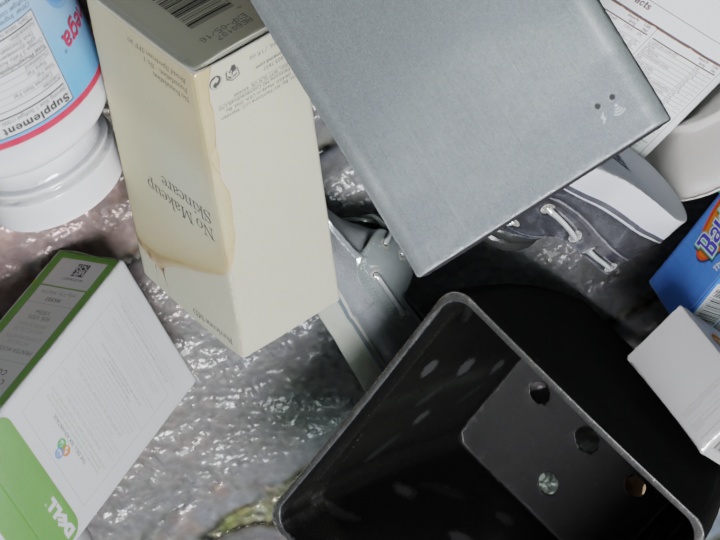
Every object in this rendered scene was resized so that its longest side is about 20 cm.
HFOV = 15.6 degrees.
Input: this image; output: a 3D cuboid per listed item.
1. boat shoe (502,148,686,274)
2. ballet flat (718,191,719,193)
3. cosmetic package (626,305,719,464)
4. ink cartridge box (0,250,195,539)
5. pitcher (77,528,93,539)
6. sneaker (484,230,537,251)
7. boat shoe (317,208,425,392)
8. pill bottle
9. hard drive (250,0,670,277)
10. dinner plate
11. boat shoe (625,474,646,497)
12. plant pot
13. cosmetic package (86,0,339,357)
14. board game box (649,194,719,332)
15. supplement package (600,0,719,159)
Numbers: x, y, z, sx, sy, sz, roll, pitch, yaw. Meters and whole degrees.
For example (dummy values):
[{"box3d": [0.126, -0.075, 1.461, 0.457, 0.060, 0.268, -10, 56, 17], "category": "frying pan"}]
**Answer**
[{"box3d": [0.090, -0.049, 1.328, 0.068, 0.072, 0.200, -42, 145, 16], "category": "boat shoe"}, {"box3d": [0.236, -0.110, 1.458, 0.069, 0.200, 0.070, 15, 125, 22], "category": "ballet flat"}, {"box3d": [0.243, 0.092, 1.572, 0.051, 0.083, 0.200, -47, 142, 11], "category": "cosmetic package"}, {"box3d": [-0.188, 0.095, 1.512, 0.059, 0.200, 0.104, 7, 139, 39], "category": "ink cartridge box"}, {"box3d": [-0.262, 0.173, 1.593, 0.171, 0.121, 0.201, -32, 117, 5], "category": "pitcher"}, {"box3d": [0.142, -0.066, 1.540, 0.199, 0.071, 0.099, -13, 164, -28], "category": "sneaker"}, {"box3d": [0.001, 0.001, 1.560, 0.071, 0.070, 0.201, -32, 129, -1], "category": "boat shoe"}, {"box3d": [-0.200, -0.122, 1.400, 0.108, 0.109, 0.201, -20, 127, 4], "category": "pill bottle"}, {"box3d": [0.035, -0.119, 1.227, 0.139, 0.033, 0.201, -32, 87, 9], "category": "hard drive"}, {"box3d": [0.207, -0.128, 1.418, 0.024, 0.201, 0.200, 33, 114, -26], "category": "dinner plate"}, {"box3d": [0.187, 0.131, 1.686, 0.067, 0.072, 0.201, 8, 117, -10], "category": "boat shoe"}, {"box3d": [0.106, 0.125, 1.565, 0.200, 0.177, 0.200, 44, 118, 11], "category": "plant pot"}, {"box3d": [-0.077, -0.065, 1.412, 0.073, 0.103, 0.201, -31, 136, -25], "category": "cosmetic package"}, {"box3d": [0.294, -0.013, 1.586, 0.199, 0.045, 0.152, 17, 121, -38], "category": "board game box"}, {"box3d": [0.118, -0.172, 1.380, 0.150, 0.152, 0.200, 24, 119, -43], "category": "supplement package"}]
